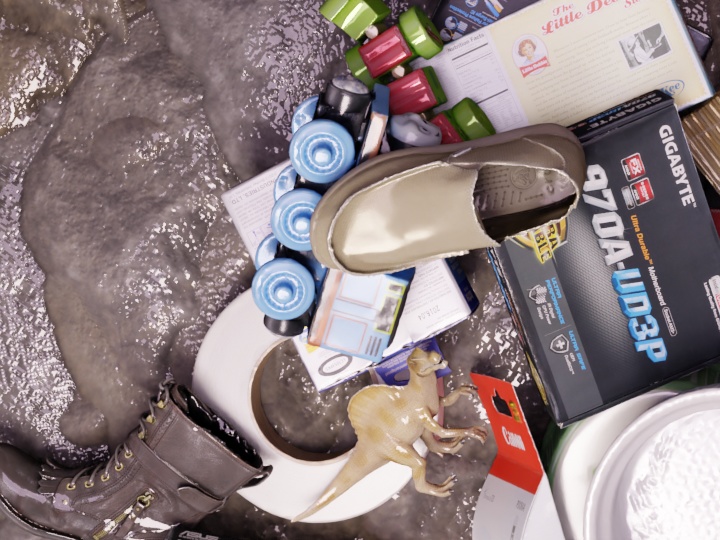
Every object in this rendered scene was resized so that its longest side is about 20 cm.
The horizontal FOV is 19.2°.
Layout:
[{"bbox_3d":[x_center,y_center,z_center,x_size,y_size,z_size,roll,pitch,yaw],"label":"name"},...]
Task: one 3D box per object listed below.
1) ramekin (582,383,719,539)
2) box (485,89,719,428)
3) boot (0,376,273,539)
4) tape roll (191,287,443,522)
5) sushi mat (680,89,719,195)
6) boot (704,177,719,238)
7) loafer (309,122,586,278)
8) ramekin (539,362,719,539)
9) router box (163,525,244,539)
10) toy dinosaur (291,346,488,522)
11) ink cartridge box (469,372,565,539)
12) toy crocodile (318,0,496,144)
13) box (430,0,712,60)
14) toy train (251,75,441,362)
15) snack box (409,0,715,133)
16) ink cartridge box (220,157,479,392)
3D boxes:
[{"bbox_3d":[0.260,0.175,1.506,0.199,0.098,0.202,1,96,9],"label":"ramekin"},{"bbox_3d":[0.178,-0.008,1.527,0.158,0.046,0.201,-22,108,-3],"label":"box"},{"bbox_3d":[-0.186,0.149,1.676,0.199,0.069,0.174,33,117,-5],"label":"boot"},{"bbox_3d":[-0.033,0.098,1.680,0.201,0.037,0.204,1,96,10],"label":"tape roll"},{"bbox_3d":[0.321,-0.053,1.564,0.095,0.012,0.200,-36,82,-18],"label":"sushi mat"},{"bbox_3d":[0.347,-0.009,1.589,0.199,0.072,0.145,13,96,12],"label":"boot"},{"bbox_3d":[0.062,-0.047,1.433,0.199,0.068,0.076,-20,112,-3],"label":"loafer"},{"bbox_3d":[0.230,0.165,1.610,0.198,0.098,0.202,1,96,9],"label":"ramekin"},{"bbox_3d":[-0.068,0.294,1.662,0.199,0.062,0.151,12,117,2],"label":"router box"},{"bbox_3d":[0.031,0.127,1.621,0.101,0.058,0.200,26,123,-13],"label":"toy dinosaur"},{"bbox_3d":[0.110,0.181,1.599,0.047,0.160,0.201,-19,93,-8],"label":"ink cartridge box"},{"bbox_3d":[0.041,-0.122,1.533,0.067,0.062,0.201,-31,91,17],"label":"toy crocodile"},{"bbox_3d":[0.144,-0.150,1.610,0.199,0.046,0.160,27,101,6],"label":"box"},{"bbox_3d":[-0.008,-0.037,1.507,0.113,0.087,0.201,14,111,-6],"label":"toy train"},{"bbox_3d":[0.146,-0.141,1.559,0.199,0.037,0.117,-23,92,13],"label":"snack box"},{"bbox_3d":[0.000,0.000,1.607,0.136,0.076,0.201,-27,90,11],"label":"ink cartridge box"}]
